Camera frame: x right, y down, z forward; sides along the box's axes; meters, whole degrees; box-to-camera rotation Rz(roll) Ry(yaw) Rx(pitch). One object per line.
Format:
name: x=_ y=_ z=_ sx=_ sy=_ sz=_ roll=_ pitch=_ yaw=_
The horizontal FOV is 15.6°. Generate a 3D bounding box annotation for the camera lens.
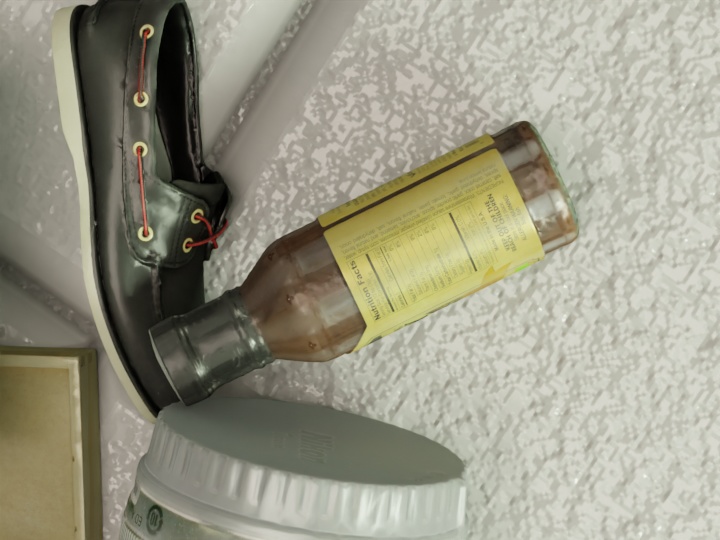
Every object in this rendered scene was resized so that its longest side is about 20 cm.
camera lens: x=-0.039 y=0.173 z=1.203 sx=0.159 sy=0.160 sz=0.201 roll=12 pitch=99 yaw=11

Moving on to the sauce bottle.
sauce bottle: x=0.000 y=0.000 z=1.201 sx=0.199 sy=0.065 sz=0.065 roll=-25 pitch=91 yaw=1

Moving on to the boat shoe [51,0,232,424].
boat shoe: x=-0.095 y=-0.029 z=1.235 sx=0.063 sy=0.074 sz=0.203 roll=-8 pitch=94 yaw=17

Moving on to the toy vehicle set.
toy vehicle set: x=-0.227 y=0.099 z=1.305 sx=0.199 sy=0.027 sz=0.125 roll=2 pitch=98 yaw=13
